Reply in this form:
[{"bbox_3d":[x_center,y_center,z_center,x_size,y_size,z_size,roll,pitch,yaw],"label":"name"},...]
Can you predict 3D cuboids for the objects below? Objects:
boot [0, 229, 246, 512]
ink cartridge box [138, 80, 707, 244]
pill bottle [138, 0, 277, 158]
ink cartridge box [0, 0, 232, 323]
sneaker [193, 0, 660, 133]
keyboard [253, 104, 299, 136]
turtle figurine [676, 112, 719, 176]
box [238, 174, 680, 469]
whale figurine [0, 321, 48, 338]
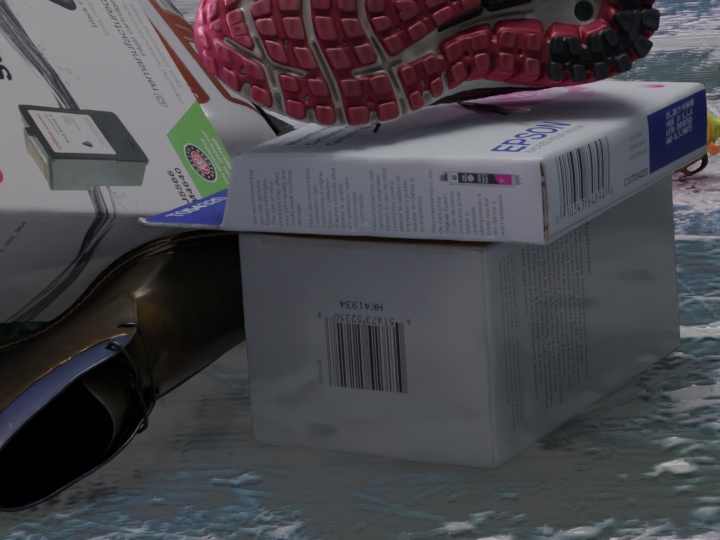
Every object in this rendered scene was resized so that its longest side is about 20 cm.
[{"bbox_3d":[-0.099,0.047,0.979,0.199,0.075,0.097,-26,29,-16],"label":"boot"},{"bbox_3d":[0.032,-0.055,1.018,0.199,0.044,0.196,4,16,27],"label":"ink cartridge box"},{"bbox_3d":[-0.111,-0.066,1.221,0.112,0.113,0.200,-12,46,-31],"label":"pill bottle"},{"bbox_3d":[-0.159,-0.057,1.032,0.084,0.146,0.200,-42,-22,27],"label":"ink cartridge box"},{"bbox_3d":[0.026,-0.099,0.972,0.199,0.081,0.075,-2,-2,-16],"label":"sneaker"},{"bbox_3d":[-0.035,-0.070,1.261,0.021,0.127,0.200,-39,22,-8],"label":"keyboard"},{"bbox_3d":[0.219,-0.097,1.538,0.199,0.065,0.161,-14,6,-6],"label":"turtle figurine"},{"bbox_3d":[0.051,0.011,1.033,0.124,0.098,0.200,3,14,30],"label":"box"},{"bbox_3d":[-0.239,0.011,1.108,0.199,0.104,0.159,4,15,35],"label":"whale figurine"}]
